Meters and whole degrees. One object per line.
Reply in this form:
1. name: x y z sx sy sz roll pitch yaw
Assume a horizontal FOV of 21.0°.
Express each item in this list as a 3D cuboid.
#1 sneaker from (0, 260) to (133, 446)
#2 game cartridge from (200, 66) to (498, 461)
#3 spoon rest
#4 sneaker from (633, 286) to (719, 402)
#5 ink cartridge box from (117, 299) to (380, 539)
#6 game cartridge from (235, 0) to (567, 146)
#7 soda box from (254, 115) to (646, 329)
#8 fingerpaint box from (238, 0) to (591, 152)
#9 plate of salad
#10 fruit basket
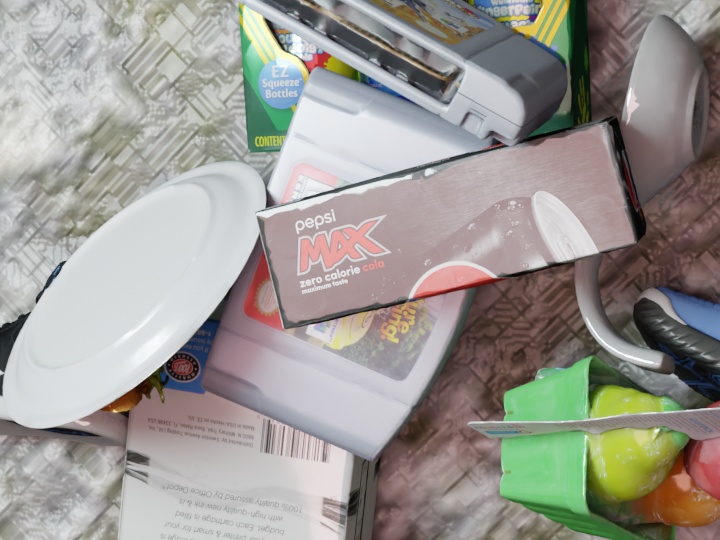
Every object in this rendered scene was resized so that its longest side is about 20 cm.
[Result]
1. sneaker: -0.214 0.047 1.248 0.199 0.073 0.113 6 72 31
2. game cartridge: 0.000 0.000 1.113 0.132 0.041 0.201 21 99 7
3. spoon rest: 0.158 -0.045 1.097 0.060 0.099 0.202 5 82 20
4. sneaker: 0.254 0.050 1.124 0.199 0.076 0.077 23 77 13
5. ink cartridge box: -0.066 0.127 1.203 0.145 0.084 0.202 9 99 13
6. game cartridge: 0.014 -0.135 1.042 0.199 0.133 0.042 30 114 8
7. soda box: 0.049 -0.025 1.050 0.199 0.063 0.071 -14 91 14
8. fingerpaint box: 0.031 -0.158 1.143 0.198 0.073 0.168 -1 98 15
9. plate of salad: -0.127 0.017 1.128 0.200 0.201 0.048 -35 119 17
10. fruit basket: 0.186 0.095 1.074 0.199 0.185 0.094 -14 66 28
